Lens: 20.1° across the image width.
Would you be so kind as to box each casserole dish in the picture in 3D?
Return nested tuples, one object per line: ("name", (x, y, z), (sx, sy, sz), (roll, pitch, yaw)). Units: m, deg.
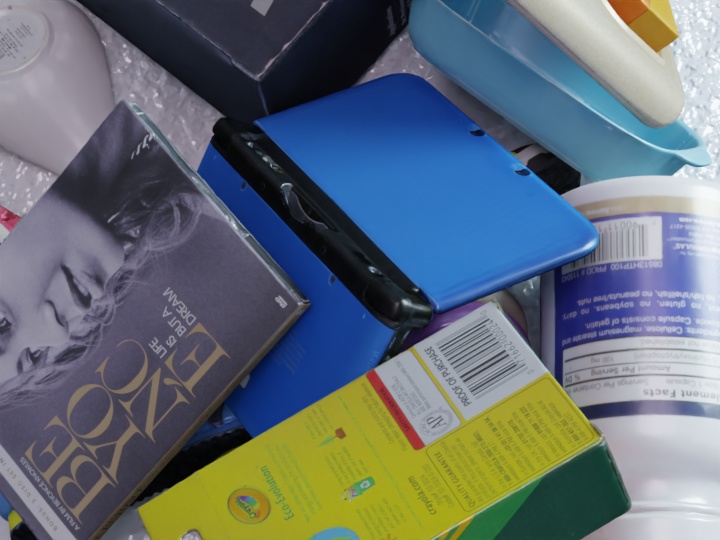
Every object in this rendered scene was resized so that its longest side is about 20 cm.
("casserole dish", (0.105, -0.103, 1.140), (0.200, 0.121, 0.039), (37, 110, 17))

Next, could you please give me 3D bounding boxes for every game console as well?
("game console", (0.000, 0.000, 1.078), (0.200, 0.118, 0.171), (46, 118, 46))

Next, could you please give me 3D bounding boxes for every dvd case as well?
("dvd case", (-0.137, 0.034, 1.056), (0.149, 0.016, 0.200), (48, 109, 17))

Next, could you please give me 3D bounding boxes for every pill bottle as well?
("pill bottle", (0.153, 0.062, 1.065), (0.119, 0.120, 0.201), (0, 73, 7))

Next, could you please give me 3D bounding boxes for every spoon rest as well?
("spoon rest", (-0.178, -0.092, 1.201), (0.099, 0.061, 0.200), (-35, 57, -7))

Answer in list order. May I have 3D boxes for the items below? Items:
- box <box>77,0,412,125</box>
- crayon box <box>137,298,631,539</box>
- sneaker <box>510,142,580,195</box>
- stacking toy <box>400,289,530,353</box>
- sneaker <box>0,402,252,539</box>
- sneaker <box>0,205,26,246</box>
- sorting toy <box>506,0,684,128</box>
("box", (-0.060, -0.210, 1.188), (0.196, 0.117, 0.200), (38, 78, 17))
("crayon box", (0.007, 0.108, 0.935), (0.200, 0.051, 0.127), (-29, 36, -4))
("sneaker", (0.030, -0.025, 1.136), (0.200, 0.072, 0.083), (-33, 53, -14))
("stacking toy", (0.065, 0.091, 1.026), (0.085, 0.086, 0.200), (-17, 38, 0))
("sneaker", (-0.113, 0.081, 1.120), (0.199, 0.066, 0.079), (-20, 66, -1))
("sneaker", (-0.210, 0.000, 1.136), (0.200, 0.081, 0.075), (26, 83, 33))
("sorting toy", (0.112, -0.196, 1.108), (0.036, 0.185, 0.200), (-32, 40, 29))
